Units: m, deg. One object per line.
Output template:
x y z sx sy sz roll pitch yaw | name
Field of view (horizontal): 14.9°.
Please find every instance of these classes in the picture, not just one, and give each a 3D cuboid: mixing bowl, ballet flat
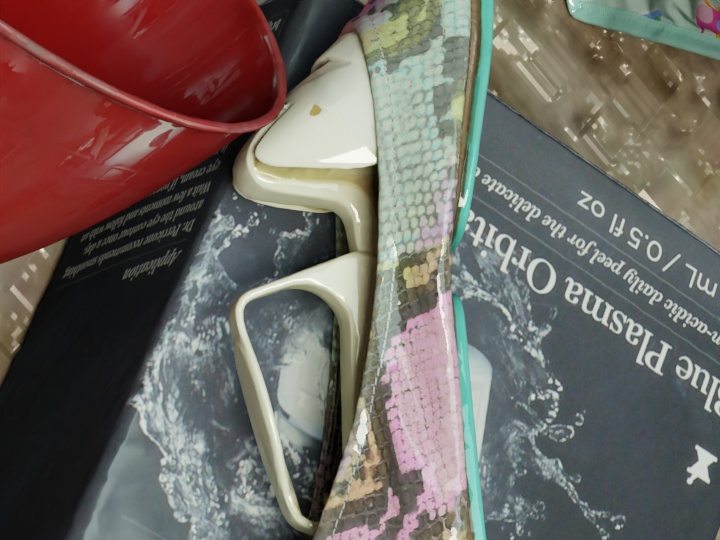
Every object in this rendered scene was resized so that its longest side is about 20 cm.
-0.127 -0.071 0.733 0.200 0.108 0.200 37 19 -15 | mixing bowl
0.000 0.000 0.747 0.071 0.069 0.201 3 78 -9 | ballet flat

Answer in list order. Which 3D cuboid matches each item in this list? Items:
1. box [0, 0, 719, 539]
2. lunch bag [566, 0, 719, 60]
0.002 0.054 0.838 0.196 0.117 0.201 32 66 -22 | box
0.184 -0.134 0.920 0.169 0.200 0.123 -14 107 -26 | lunch bag
